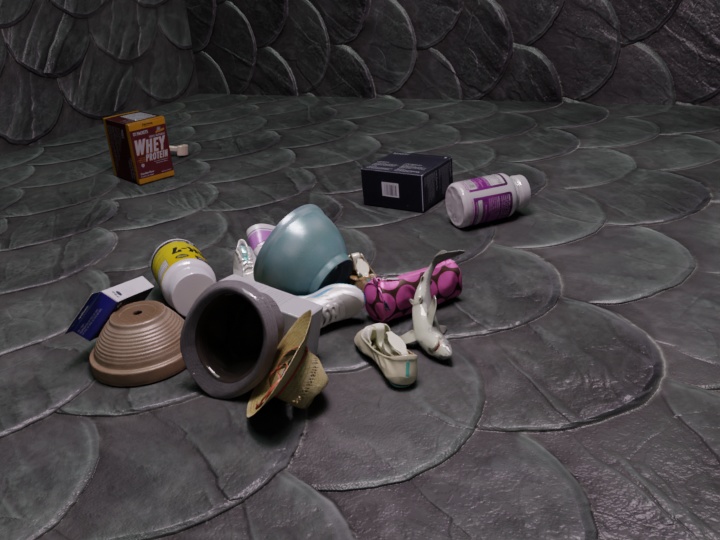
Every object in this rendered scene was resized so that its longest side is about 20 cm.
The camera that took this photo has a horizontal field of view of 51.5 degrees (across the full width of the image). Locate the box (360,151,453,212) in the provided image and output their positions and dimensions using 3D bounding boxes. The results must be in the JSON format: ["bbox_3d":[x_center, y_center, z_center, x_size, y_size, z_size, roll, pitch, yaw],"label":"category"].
[{"bbox_3d":[0.131,-0.249,2.068,0.197,0.106,0.181,11,29,32],"label":"box"}]

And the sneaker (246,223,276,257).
[{"bbox_3d":[-0.166,-0.040,1.719,0.198,0.073,0.116,-1,55,-44],"label":"sneaker"}]

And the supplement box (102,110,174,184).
[{"bbox_3d":[-0.744,-0.415,2.504,0.131,0.201,0.198,-23,28,-36],"label":"supplement box"}]

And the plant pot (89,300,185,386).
[{"bbox_3d":[-0.397,0.118,1.355,0.196,0.094,0.202,-5,23,2],"label":"plant pot"}]

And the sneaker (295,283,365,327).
[{"bbox_3d":[-0.084,0.083,1.407,0.196,0.078,0.081,-13,31,0],"label":"sneaker"}]

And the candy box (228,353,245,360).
[{"bbox_3d":[-0.248,0.123,1.394,0.100,0.027,0.201,-6,24,-1],"label":"candy box"}]

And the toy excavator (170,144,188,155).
[{"bbox_3d":[-0.758,-0.448,2.731,0.192,0.102,0.199,13,21,33],"label":"toy excavator"}]

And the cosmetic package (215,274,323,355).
[{"bbox_3d":[-0.169,0.088,1.322,0.197,0.104,0.074,18,25,21],"label":"cosmetic package"}]

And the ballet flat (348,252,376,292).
[{"bbox_3d":[0.000,0.000,1.575,0.069,0.067,0.200,-11,24,-14],"label":"ballet flat"}]

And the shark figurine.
[{"bbox_3d":[0.134,0.070,1.350,0.089,0.219,0.127,24,-30,-35],"label":"shark figurine"}]

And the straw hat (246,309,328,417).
[{"bbox_3d":[-0.097,0.169,1.175,0.084,0.202,0.202,33,22,-10],"label":"straw hat"}]

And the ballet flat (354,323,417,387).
[{"bbox_3d":[0.043,0.127,1.277,0.068,0.071,0.200,-14,25,-20],"label":"ballet flat"}]

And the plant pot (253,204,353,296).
[{"bbox_3d":[-0.099,-0.011,1.497,0.133,0.203,0.199,37,40,21],"label":"plant pot"}]

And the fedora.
[{"bbox_3d":[-0.199,0.107,1.242,0.177,0.201,0.090,46,25,17],"label":"fedora"}]

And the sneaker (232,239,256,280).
[{"bbox_3d":[-0.247,-0.007,1.612,0.074,0.090,0.200,-10,24,-16],"label":"sneaker"}]

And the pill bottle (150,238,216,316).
[{"bbox_3d":[-0.364,0.016,1.551,0.112,0.116,0.200,-14,25,-21],"label":"pill bottle"}]

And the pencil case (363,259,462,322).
[{"bbox_3d":[0.105,0.033,1.445,0.197,0.096,0.090,-18,26,-29],"label":"pencil case"}]

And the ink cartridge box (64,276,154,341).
[{"bbox_3d":[-0.468,0.073,1.406,0.039,0.100,0.200,40,13,3],"label":"ink cartridge box"}]

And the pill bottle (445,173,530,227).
[{"bbox_3d":[0.320,-0.180,1.863,0.196,0.114,0.112,-13,24,-18],"label":"pill bottle"}]
